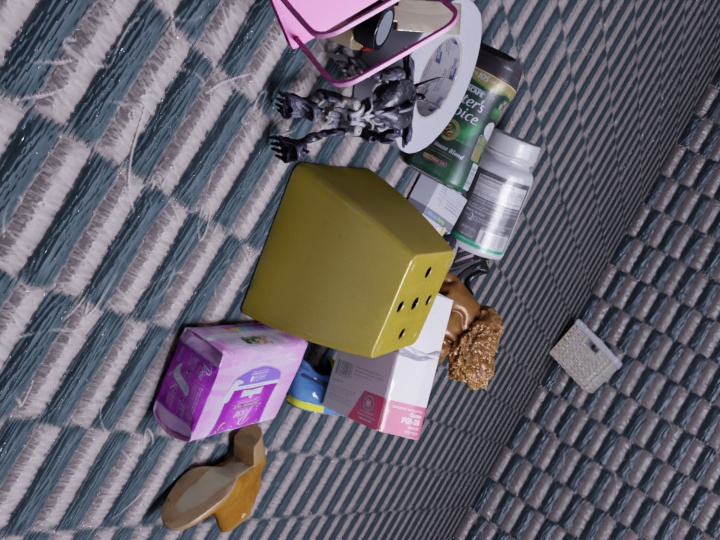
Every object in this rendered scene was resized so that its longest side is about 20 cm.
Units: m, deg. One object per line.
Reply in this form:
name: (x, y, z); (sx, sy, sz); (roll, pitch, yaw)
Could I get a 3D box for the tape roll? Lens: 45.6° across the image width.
tape roll: (0.074, -0.255, 1.081); (0.200, 0.065, 0.203); (-46, 154, -31)

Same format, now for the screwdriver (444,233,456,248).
screwdriver: (0.102, 0.013, 1.372); (0.029, 0.028, 0.201); (51, 55, -18)

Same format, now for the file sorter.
file sorter: (-0.015, -0.276, 0.686); (0.137, 0.126, 0.202); (-30, 134, -6)

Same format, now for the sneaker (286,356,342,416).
sneaker: (-0.023, 0.179, 1.308); (0.197, 0.065, 0.080); (16, 91, -39)

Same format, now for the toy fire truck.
toy fire truck: (0.043, -0.318, 0.898); (0.179, 0.127, 0.200); (-69, 167, 18)

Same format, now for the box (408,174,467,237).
box: (0.091, -0.049, 1.383); (0.203, 0.041, 0.155); (-61, 157, 3)

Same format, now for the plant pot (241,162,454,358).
plant pot: (0.000, 0.000, 1.081); (0.199, 0.175, 0.203); (-7, 124, -61)

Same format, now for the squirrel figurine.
squirrel figurine: (0.150, 0.128, 1.501); (0.188, 0.197, 0.143); (-57, 167, -37)

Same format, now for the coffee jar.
coffee jar: (0.148, -0.221, 1.221); (0.203, 0.103, 0.085); (-64, 159, 7)

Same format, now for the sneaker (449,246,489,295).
sneaker: (0.211, -0.035, 1.582); (0.203, 0.086, 0.073); (-63, 156, 6)

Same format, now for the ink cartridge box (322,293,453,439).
ink cartridge box: (0.038, 0.118, 1.217); (0.082, 0.145, 0.205); (18, 86, -35)

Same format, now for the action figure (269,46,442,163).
action figure: (-0.006, -0.187, 0.949); (0.197, 0.102, 0.121); (-21, 133, -30)

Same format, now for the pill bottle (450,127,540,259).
pill bottle: (0.228, -0.132, 1.470); (0.112, 0.112, 0.204); (-7, 120, -61)

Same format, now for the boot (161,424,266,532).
boot: (-0.194, 0.320, 1.179); (0.201, 0.070, 0.146); (-44, 149, -45)

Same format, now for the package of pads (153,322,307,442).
package of pads: (-0.154, 0.130, 1.041); (0.199, 0.075, 0.123); (0, 116, -64)

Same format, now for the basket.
basket: (0.782, 0.301, 2.975); (0.161, 0.199, 0.199); (-46, 157, 9)
